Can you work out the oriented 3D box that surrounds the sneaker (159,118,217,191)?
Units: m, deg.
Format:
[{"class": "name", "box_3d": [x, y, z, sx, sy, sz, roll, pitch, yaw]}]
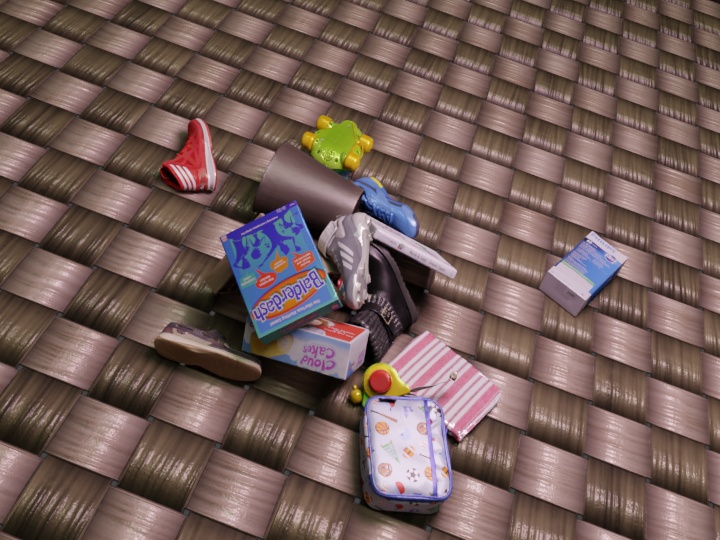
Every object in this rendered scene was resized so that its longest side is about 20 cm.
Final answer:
[{"class": "sneaker", "box_3d": [-0.380, -0.253, 1.746, 0.113, 0.079, 0.202, -5, 49, -22]}]

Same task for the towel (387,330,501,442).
[{"class": "towel", "box_3d": [0.150, 0.212, 1.506, 0.199, 0.030, 0.145, 38, 50, 22]}]

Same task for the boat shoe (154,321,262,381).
[{"class": "boat shoe", "box_3d": [-0.262, 0.137, 1.425, 0.196, 0.073, 0.066, 15, 49, 5]}]

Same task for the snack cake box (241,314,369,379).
[{"class": "snack cake box", "box_3d": [-0.095, 0.122, 1.426, 0.196, 0.069, 0.115, 14, 10, 15]}]

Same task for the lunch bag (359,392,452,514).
[{"class": "lunch bag", "box_3d": [0.078, 0.303, 1.364, 0.156, 0.076, 0.203, 6, 51, -10]}]

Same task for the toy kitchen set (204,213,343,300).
[{"class": "toy kitchen set", "box_3d": [-0.141, 0.028, 1.522, 0.201, 0.180, 0.162, 51, 20, 17]}]

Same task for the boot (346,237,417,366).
[{"class": "boot", "box_3d": [0.014, 0.056, 1.521, 0.157, 0.079, 0.214, -37, 99, -40]}]

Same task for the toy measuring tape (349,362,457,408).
[{"class": "toy measuring tape", "box_3d": [0.072, 0.191, 1.447, 0.196, 0.074, 0.075, -17, 51, -1]}]

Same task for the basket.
[{"class": "basket", "box_3d": [-0.102, -0.159, 1.704, 0.197, 0.137, 0.182, 24, 53, 1]}]

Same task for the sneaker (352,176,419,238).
[{"class": "sneaker", "box_3d": [0.046, -0.130, 1.758, 0.077, 0.067, 0.200, -17, 49, -39]}]

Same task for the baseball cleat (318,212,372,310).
[{"class": "baseball cleat", "box_3d": [-0.029, -0.015, 1.483, 0.104, 0.070, 0.203, -3, 53, 15]}]

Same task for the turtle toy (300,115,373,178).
[{"class": "turtle toy", "box_3d": [-0.049, -0.277, 1.845, 0.144, 0.102, 0.201, 26, 46, 8]}]

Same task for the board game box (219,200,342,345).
[{"class": "board game box", "box_3d": [-0.137, 0.002, 1.384, 0.150, 0.045, 0.203, -26, 69, -1]}]

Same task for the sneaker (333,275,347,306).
[{"class": "sneaker", "box_3d": [0.000, 0.000, 1.638, 0.092, 0.071, 0.202, 29, 46, -9]}]

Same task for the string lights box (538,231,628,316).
[{"class": "string lights box", "box_3d": [0.490, 0.004, 1.771, 0.102, 0.060, 0.199, 40, 50, 20]}]

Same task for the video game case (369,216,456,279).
[{"class": "video game case", "box_3d": [0.093, -0.051, 1.627, 0.179, 0.024, 0.200, 28, 8, -12]}]
